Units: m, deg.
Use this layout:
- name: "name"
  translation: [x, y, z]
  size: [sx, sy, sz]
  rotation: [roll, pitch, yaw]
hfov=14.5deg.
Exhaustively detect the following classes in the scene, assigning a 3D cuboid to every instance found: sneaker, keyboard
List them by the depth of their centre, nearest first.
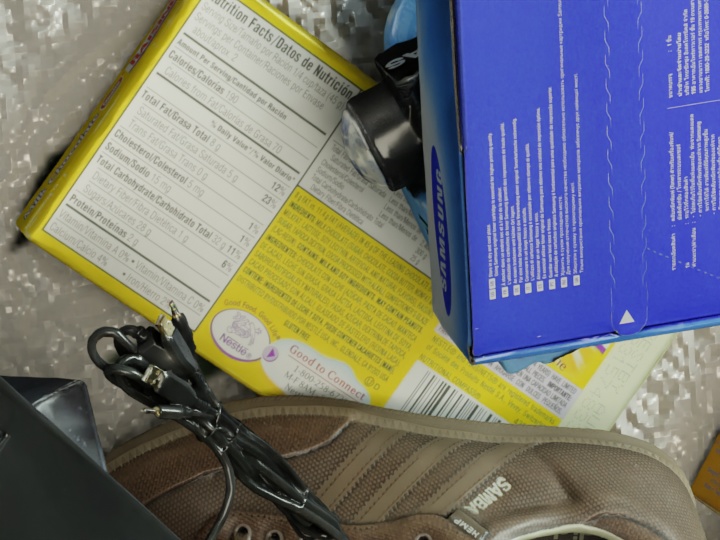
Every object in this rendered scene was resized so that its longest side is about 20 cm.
- name: "keyboard"
  translation: [-0.056, 0.092, 0.795]
  size: [0.200, 0.021, 0.127]
  rotation: [48, 65, -34]
- name: "sneaker"
  translation: [0.008, 0.085, 0.868]
  size: [0.199, 0.076, 0.071]
  rotation: [-3, 119, -2]

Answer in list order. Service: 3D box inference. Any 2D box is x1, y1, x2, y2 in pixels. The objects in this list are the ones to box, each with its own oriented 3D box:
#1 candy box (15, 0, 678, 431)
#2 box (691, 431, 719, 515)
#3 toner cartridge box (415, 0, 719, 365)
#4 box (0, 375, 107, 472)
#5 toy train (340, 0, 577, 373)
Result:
- name: "candy box"
  translation: [0.000, 0.000, 0.896]
  size: [0.200, 0.026, 0.102]
  rotation: [36, 88, -20]
- name: "box"
  translation: [0.209, 0.015, 0.954]
  size: [0.119, 0.041, 0.201]
  rotation: [27, 90, -19]
- name: "toner cartridge box"
  translation: [0.063, -0.080, 0.766]
  size: [0.094, 0.043, 0.201]
  rotation: [-8, 112, -12]
- name: "box"
  translation: [-0.161, 0.153, 0.788]
  size: [0.198, 0.123, 0.201]
  rotation: [-22, 105, -41]
- name: "toy train"
  translation: [0.095, -0.058, 0.852]
  size: [0.199, 0.087, 0.115]
  rotation: [-27, 111, -4]
